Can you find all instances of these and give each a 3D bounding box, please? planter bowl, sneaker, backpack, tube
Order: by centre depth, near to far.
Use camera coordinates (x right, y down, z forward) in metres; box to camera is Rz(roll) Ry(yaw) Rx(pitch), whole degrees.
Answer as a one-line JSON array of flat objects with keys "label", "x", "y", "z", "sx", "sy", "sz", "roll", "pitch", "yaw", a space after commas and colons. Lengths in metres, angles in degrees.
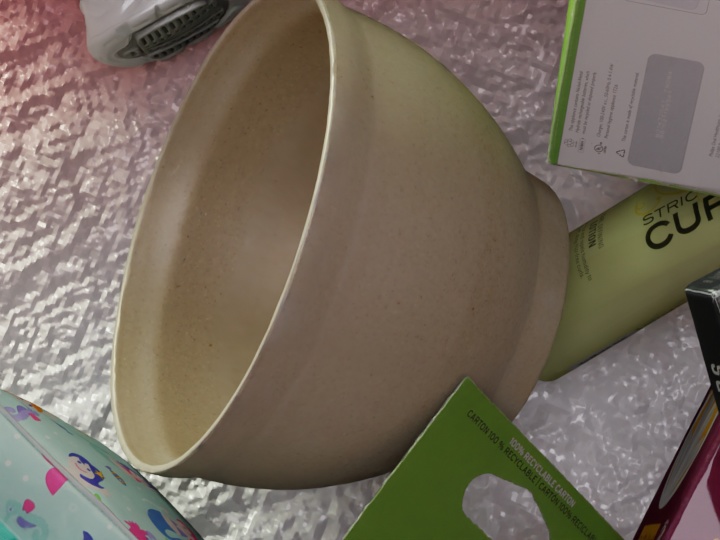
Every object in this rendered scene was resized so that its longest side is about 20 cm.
[{"label": "backpack", "x": -0.129, "y": 0.142, "z": 0.880, "sx": 0.151, "sy": 0.200, "sz": 0.177, "roll": -45, "pitch": 68, "yaw": -9}, {"label": "planter bowl", "x": 0.000, "y": 0.000, "z": 0.912, "sx": 0.134, "sy": 0.200, "sz": 0.202, "roll": 17, "pitch": 82, "yaw": -22}, {"label": "tube", "x": 0.139, "y": -0.022, "z": 0.917, "sx": 0.199, "sy": 0.052, "sz": 0.058, "roll": -33, "pitch": 71, "yaw": 33}, {"label": "sneaker", "x": -0.045, "y": -0.174, "z": 0.983, "sx": 0.199, "sy": 0.078, "sz": 0.100, "roll": -27, "pitch": 79, "yaw": -3}]

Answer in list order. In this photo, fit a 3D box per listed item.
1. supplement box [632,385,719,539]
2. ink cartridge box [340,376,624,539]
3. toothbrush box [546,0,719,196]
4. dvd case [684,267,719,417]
[{"label": "supplement box", "x": 0.190, "y": 0.056, "z": 0.926, "sx": 0.085, "sy": 0.110, "sz": 0.201, "roll": 28, "pitch": 84, "yaw": 3}, {"label": "ink cartridge box", "x": 0.036, "y": 0.165, "z": 0.855, "sx": 0.076, "sy": 0.148, "sz": 0.201, "roll": 27, "pitch": 77, "yaw": 46}, {"label": "toothbrush box", "x": 0.134, "y": -0.149, "z": 0.891, "sx": 0.085, "sy": 0.146, "sz": 0.201, "roll": 12, "pitch": 43, "yaw": 6}, {"label": "dvd case", "x": 0.223, "y": 0.034, "z": 0.849, "sx": 0.199, "sy": 0.025, "sz": 0.151, "roll": -26, "pitch": 109, "yaw": -22}]
